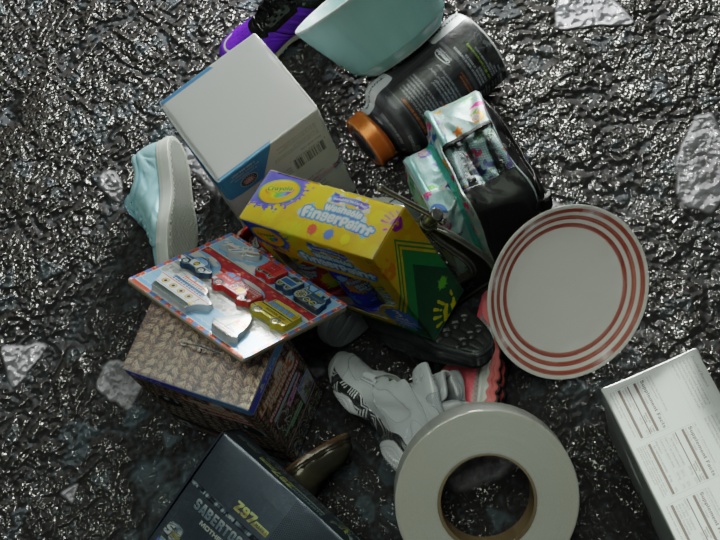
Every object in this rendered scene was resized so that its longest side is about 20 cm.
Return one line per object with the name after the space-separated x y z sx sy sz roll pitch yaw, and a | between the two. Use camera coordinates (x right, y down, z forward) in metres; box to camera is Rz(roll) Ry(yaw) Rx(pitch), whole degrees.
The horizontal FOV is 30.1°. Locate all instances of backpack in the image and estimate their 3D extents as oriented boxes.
0.135 -0.101 1.565 0.149 0.178 0.201 -21 51 6 | backpack

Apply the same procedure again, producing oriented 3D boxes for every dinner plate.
0.232 0.023 1.508 0.200 0.201 0.024 -37 22 -5 | dinner plate

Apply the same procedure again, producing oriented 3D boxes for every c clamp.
0.071 -0.022 1.522 0.170 0.200 0.027 28 65 -4 | c clamp

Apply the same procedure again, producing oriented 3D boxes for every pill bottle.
0.077 -0.219 1.670 0.200 0.106 0.106 -40 64 -7 | pill bottle

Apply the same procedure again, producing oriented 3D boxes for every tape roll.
0.133 0.242 1.430 0.201 0.037 0.205 0 99 -2 | tape roll

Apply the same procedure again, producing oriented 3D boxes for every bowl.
0.026 -0.316 1.665 0.200 0.201 0.105 -40 104 -6 | bowl

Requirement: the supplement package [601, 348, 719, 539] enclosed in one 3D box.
0.344 0.212 1.387 0.110 0.156 0.201 -24 63 3 | supplement package

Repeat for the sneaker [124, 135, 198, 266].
-0.259 -0.070 1.711 0.081 0.074 0.202 -18 58 22 | sneaker

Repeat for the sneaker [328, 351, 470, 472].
0.048 0.135 1.506 0.115 0.075 0.200 -53 50 17 | sneaker

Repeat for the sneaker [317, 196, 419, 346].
0.000 0.000 1.621 0.070 0.073 0.201 17 70 46 | sneaker

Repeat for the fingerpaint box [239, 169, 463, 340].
-0.010 -0.017 1.473 0.199 0.167 0.074 18 68 38 | fingerpaint box

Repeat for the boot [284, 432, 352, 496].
-0.065 0.277 1.509 0.200 0.075 0.097 -42 73 4 | boot

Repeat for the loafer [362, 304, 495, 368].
0.080 0.074 1.528 0.068 0.071 0.200 -37 35 -27 | loafer

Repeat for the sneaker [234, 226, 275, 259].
-0.144 -0.011 1.616 0.200 0.108 0.068 -15 62 17 | sneaker

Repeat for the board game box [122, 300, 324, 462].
-0.150 0.123 1.518 0.158 0.200 0.098 16 70 20 | board game box

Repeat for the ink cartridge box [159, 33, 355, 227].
-0.121 -0.148 1.632 0.146 0.200 0.146 -36 62 -5 | ink cartridge box

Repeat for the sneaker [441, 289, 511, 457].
0.125 0.110 1.531 0.086 0.074 0.202 1 65 19 | sneaker

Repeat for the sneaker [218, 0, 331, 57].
-0.107 -0.344 1.771 0.199 0.100 0.070 -29 61 -1 | sneaker

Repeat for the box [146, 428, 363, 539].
-0.114 0.295 1.454 0.200 0.051 0.158 40 100 16 | box

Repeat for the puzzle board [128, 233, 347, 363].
-0.135 0.023 1.460 0.150 0.018 0.199 -25 41 -38 | puzzle board
